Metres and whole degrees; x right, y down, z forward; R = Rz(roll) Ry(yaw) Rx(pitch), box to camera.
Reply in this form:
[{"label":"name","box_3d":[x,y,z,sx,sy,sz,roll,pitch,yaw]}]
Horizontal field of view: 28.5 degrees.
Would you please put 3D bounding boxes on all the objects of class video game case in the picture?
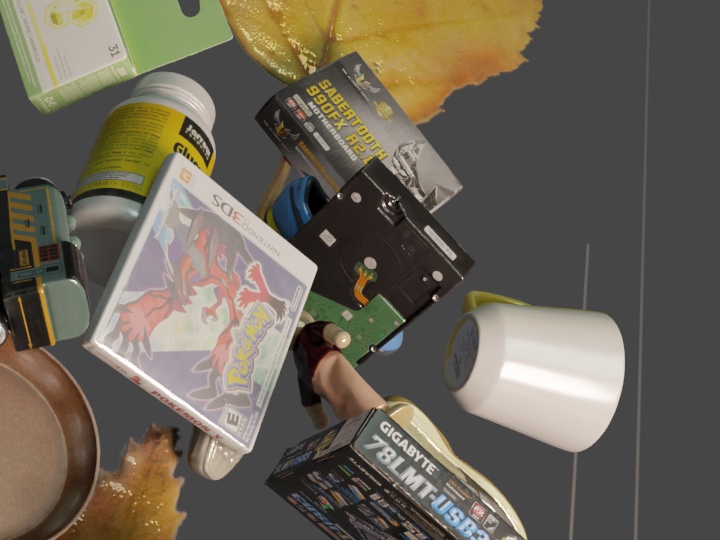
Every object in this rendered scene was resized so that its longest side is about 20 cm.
[{"label":"video game case","box_3d":[-0.132,0.028,1.229,0.182,0.023,0.201,39,54,-29]}]

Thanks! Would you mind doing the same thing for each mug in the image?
[{"label":"mug","box_3d":[0.163,0.101,1.490,0.152,0.186,0.151,13,86,-21]}]

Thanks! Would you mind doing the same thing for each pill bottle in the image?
[{"label":"pill bottle","box_3d":[-0.198,-0.087,1.317,0.112,0.112,0.201,30,47,-19]}]

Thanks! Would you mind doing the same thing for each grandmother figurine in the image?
[{"label":"grandmother figurine","box_3d":[-0.029,0.097,1.328,0.060,0.122,0.200,-5,40,-40]}]

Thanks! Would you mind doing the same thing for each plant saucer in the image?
[{"label":"plant saucer","box_3d":[-0.305,0.137,1.132,0.199,0.034,0.202,22,48,-27]}]

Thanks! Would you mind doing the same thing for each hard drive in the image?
[{"label":"hard drive","box_3d":[0.000,0.000,1.354,0.140,0.200,0.038,46,41,-2]}]

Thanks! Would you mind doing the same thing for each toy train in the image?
[{"label":"toy train","box_3d":[-0.284,-0.009,1.164,0.113,0.086,0.201,-10,37,-11]}]

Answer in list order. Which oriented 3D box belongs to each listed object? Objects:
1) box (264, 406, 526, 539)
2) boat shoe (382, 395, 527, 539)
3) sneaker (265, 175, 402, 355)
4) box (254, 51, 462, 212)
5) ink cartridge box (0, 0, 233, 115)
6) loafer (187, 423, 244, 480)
[{"label":"box","box_3d":[0.034,0.215,1.233,0.200,0.198,0.050,41,63,-8]},{"label":"boat shoe","box_3d":[0.075,0.212,1.370,0.200,0.073,0.065,45,54,0]},{"label":"sneaker","box_3d":[-0.015,-0.006,1.436,0.201,0.078,0.066,54,41,2]},{"label":"box","box_3d":[0.001,-0.128,1.554,0.201,0.048,0.158,52,44,3]},{"label":"ink cartridge box","box_3d":[-0.240,-0.252,1.361,0.198,0.048,0.147,-22,70,1]},{"label":"loafer","box_3d":[-0.122,0.096,1.293,0.070,0.069,0.201,63,37,-49]}]
